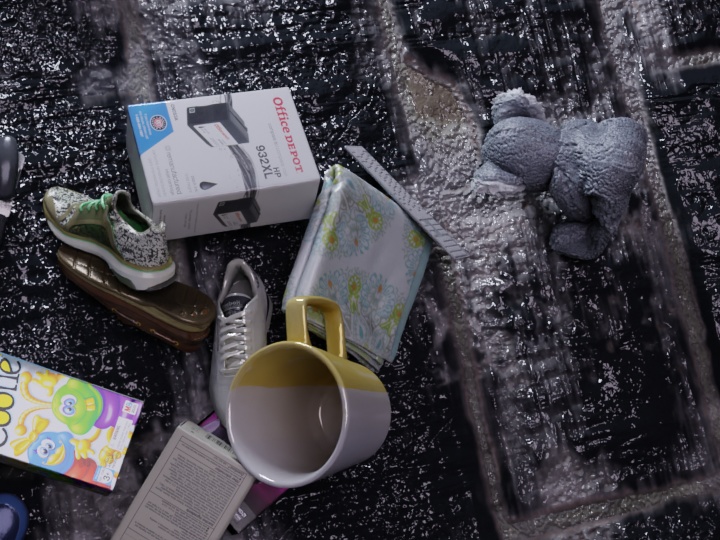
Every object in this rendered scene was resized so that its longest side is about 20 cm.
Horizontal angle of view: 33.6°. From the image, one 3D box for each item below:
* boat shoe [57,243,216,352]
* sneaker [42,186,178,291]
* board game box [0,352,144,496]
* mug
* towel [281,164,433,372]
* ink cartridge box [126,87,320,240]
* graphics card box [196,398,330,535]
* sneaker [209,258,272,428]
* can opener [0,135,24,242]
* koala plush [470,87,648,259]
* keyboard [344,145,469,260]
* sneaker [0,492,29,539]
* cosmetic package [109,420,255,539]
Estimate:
[{"bbox_3d":[-0.262,0.032,1.359,0.200,0.068,0.072,27,36,9],"label":"boat shoe"},{"bbox_3d":[-0.278,-0.060,1.341,0.200,0.089,0.077,31,34,25],"label":"sneaker"},{"bbox_3d":[-0.349,0.163,1.286,0.199,0.105,0.103,20,72,-10],"label":"board game box"},{"bbox_3d":[-0.034,0.139,1.287,0.149,0.153,0.187,30,99,29],"label":"mug"},{"bbox_3d":[0.000,0.000,1.417,0.171,0.048,0.201,34,65,-39],"label":"towel"},{"bbox_3d":[-0.164,-0.127,1.404,0.199,0.084,0.145,-9,61,-18],"label":"ink cartridge box"},{"bbox_3d":[-0.110,0.193,1.376,0.200,0.051,0.126,-39,89,-20],"label":"graphics card box"},{"bbox_3d":[-0.140,0.085,1.348,0.076,0.081,0.201,-5,56,0],"label":"sneaker"},{"bbox_3d":[-0.426,-0.056,1.339,0.053,0.067,0.201,14,73,-11],"label":"can opener"},{"bbox_3d":[0.245,-0.139,1.508,0.199,0.184,0.178,20,71,2],"label":"koala plush"},{"bbox_3d":[0.057,-0.085,1.472,0.200,0.056,0.011,46,104,13],"label":"keyboard"},{"bbox_3d":[-0.429,0.309,1.238,0.200,0.082,0.074,-40,88,-23],"label":"sneaker"},{"bbox_3d":[-0.200,0.274,1.282,0.103,0.073,0.200,32,89,0],"label":"cosmetic package"}]
